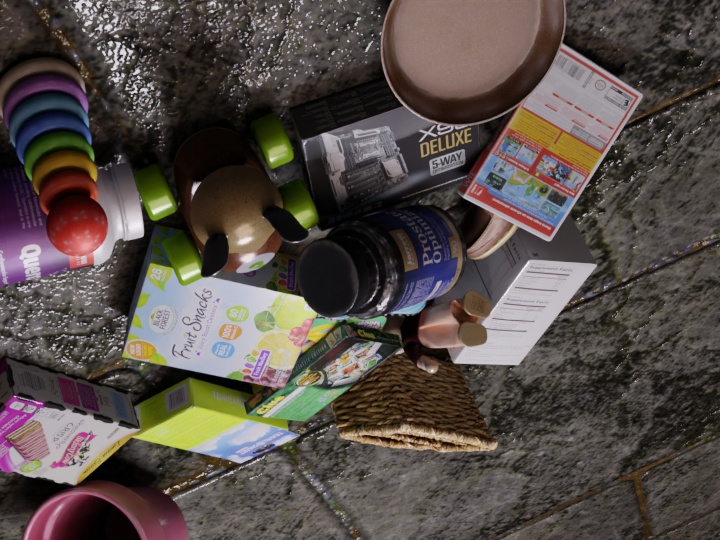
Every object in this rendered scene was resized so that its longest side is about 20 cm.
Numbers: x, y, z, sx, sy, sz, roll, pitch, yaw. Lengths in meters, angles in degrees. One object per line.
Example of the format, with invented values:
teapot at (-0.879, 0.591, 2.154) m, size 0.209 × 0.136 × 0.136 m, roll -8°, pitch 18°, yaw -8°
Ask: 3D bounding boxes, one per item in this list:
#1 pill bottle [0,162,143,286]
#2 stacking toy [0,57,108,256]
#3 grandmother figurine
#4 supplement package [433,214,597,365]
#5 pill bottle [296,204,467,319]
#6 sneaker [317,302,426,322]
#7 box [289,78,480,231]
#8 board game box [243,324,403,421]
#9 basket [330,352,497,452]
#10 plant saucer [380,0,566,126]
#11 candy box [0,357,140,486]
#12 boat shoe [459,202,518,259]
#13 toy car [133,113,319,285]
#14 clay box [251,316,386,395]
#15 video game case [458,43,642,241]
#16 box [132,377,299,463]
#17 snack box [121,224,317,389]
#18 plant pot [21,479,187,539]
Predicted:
pill bottle at (-0.320, -0.050, 1.343) m, size 0.198 × 0.113 × 0.113 m, roll -13°, pitch 144°, yaw -15°
stacking toy at (-0.273, -0.098, 1.229) m, size 0.085 × 0.201 × 0.086 m, roll -15°, pitch 144°, yaw -11°
grandmother figurine at (0.085, 0.069, 1.725) m, size 0.060 × 0.122 × 0.199 m, roll 29°, pitch 154°, yaw -26°
supplement package at (0.188, 0.015, 1.723) m, size 0.109 × 0.114 × 0.200 m, roll 4°, pitch 138°, yaw -31°
pill bottle at (0.023, -0.008, 1.511) m, size 0.199 × 0.112 × 0.112 m, roll -16°, pitch 152°, yaw -52°
sneaker at (0.000, 0.000, 1.648) m, size 0.199 × 0.079 × 0.096 m, roll -4°, pitch 124°, yaw -33°
box at (0.031, -0.138, 1.485) m, size 0.199 × 0.050 × 0.158 m, roll -19°, pitch 145°, yaw -7°
board game box at (-0.048, 0.133, 1.721) m, size 0.104 × 0.024 × 0.200 m, roll 11°, pitch 140°, yaw -46°
basket at (0.062, 0.211, 1.878) m, size 0.199 × 0.150 × 0.143 m, roll 16°, pitch 129°, yaw -44°
plant saucer at (0.110, -0.242, 1.367) m, size 0.199 × 0.032 × 0.202 m, roll -9°, pitch 123°, yaw -15°
candy box at (-0.390, 0.190, 1.664) m, size 0.136 × 0.061 × 0.199 m, roll -41°, pitch 142°, yaw 23°
boat shoe at (0.165, -0.100, 1.602) m, size 0.067 × 0.072 × 0.201 m, roll 13°, pitch 125°, yaw -34°
toy car at (-0.119, -0.047, 1.359) m, size 0.163 × 0.200 × 0.159 m, roll -25°, pitch 118°, yaw -7°
clay box at (-0.055, 0.097, 1.727) m, size 0.114 × 0.048 × 0.200 m, roll -1°, pitch 147°, yaw -29°
video game case at (0.215, -0.144, 1.532) m, size 0.142 × 0.017 × 0.201 m, roll 24°, pitch 104°, yaw -33°
box at (-0.190, 0.199, 1.783) m, size 0.121 × 0.048 × 0.199 m, roll -28°, pitch 148°, yaw 32°
snack box at (-0.159, 0.045, 1.552) m, size 0.198 × 0.068 × 0.169 m, roll 13°, pitch 135°, yaw -12°
plant pot at (-0.326, 0.373, 1.823) m, size 0.199 × 0.201 × 0.179 m, roll -36°, pitch 172°, yaw 17°
